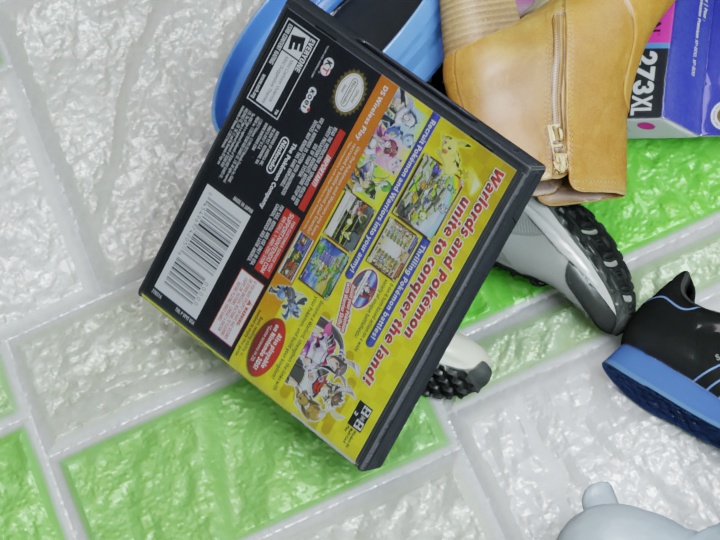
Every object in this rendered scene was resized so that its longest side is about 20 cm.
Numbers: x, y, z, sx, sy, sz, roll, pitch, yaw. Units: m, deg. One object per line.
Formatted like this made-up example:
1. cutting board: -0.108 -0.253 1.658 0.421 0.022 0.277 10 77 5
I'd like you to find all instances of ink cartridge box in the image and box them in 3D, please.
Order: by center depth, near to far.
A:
1. ink cartridge box: 0.140 -0.127 1.529 0.198 0.037 0.095 1 71 22

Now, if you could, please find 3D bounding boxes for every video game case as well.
1. video game case: -0.015 -0.021 1.428 0.180 0.025 0.201 37 109 24

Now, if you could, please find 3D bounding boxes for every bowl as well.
1. bowl: -0.005 -0.143 1.529 0.200 0.039 0.201 -36 28 22

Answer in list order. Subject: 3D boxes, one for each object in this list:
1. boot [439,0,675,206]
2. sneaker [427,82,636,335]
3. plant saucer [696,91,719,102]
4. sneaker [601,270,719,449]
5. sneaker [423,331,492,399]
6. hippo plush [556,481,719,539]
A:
1. boot: 0.139 -0.113 1.453 0.200 0.071 0.145 -10 84 -20
2. sneaker: 0.080 -0.027 1.495 0.200 0.074 0.080 41 103 15
3. plant saucer: 0.249 -0.180 1.562 0.198 0.031 0.201 -5 62 9
4. sneaker: 0.232 0.072 1.411 0.199 0.070 0.078 32 78 25
5. sneaker: 0.000 0.000 1.494 0.199 0.070 0.094 23 75 25
6. hippo plush: 0.171 0.182 1.307 0.160 0.201 0.160 -1 40 20
